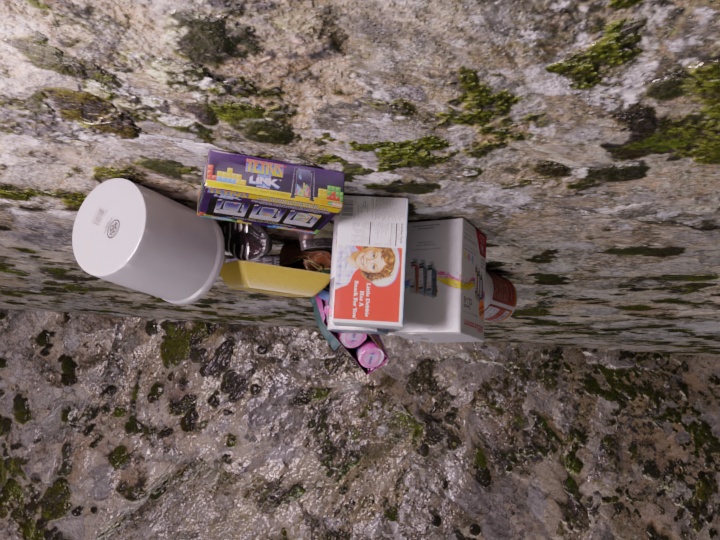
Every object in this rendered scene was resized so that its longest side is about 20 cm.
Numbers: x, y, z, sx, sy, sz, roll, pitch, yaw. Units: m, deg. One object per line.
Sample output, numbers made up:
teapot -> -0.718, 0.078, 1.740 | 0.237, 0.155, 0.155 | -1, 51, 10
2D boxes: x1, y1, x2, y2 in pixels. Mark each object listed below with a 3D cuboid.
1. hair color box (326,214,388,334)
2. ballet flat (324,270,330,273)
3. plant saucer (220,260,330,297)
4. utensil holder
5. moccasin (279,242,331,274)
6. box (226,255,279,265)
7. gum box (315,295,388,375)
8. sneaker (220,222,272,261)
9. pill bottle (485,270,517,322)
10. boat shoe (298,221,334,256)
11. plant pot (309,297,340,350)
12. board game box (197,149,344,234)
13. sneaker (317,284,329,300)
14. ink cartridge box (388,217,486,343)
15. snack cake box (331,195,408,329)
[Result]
hair color box -> 0.001, 0.006, 1.145 | 0.097, 0.205, 0.060 | -1, 169, 23
ballet flat -> -0.043, -0.008, 1.477 | 0.074, 0.070, 0.200 | -2, 169, -23
plant saucer -> -0.178, 0.021, 1.317 | 0.196, 0.050, 0.199 | 8, 174, -25
utensil holder -> -0.352, -0.045, 1.101 | 0.166, 0.174, 0.199 | -1, 167, 24
moccasin -> -0.094, -0.023, 1.355 | 0.198, 0.079, 0.073 | -2, 157, 33
box -> -0.215, 0.005, 1.637 | 0.196, 0.050, 0.160 | -3, 169, 32
gum box -> -0.022, 0.119, 1.436 | 0.065, 0.114, 0.201 | -32, 123, 6
sneaker -> -0.219, -0.057, 1.289 | 0.197, 0.078, 0.114 | 7, -179, 38
pill bottle -> 0.282, 0.054, 1.543 | 0.110, 0.115, 0.198 | -5, 166, 39
boat shoe -> -0.036, -0.048, 1.242 | 0.198, 0.068, 0.071 | 12, 166, -38
plant pot -> -0.042, 0.078, 1.619 | 0.134, 0.200, 0.200 | 44, 169, 4
board game box -> -0.138, -0.112, 0.974 | 0.195, 0.058, 0.165 | 8, 167, -17
sneaker -> 0.000, 0.000, 1.361 | 0.196, 0.071, 0.079 | -16, 132, -11
ink cartridge box -> 0.143, 0.025, 1.192 | 0.142, 0.205, 0.145 | -2, 169, 28
snack cake box -> 0.017, -0.012, 1.043 | 0.112, 0.205, 0.067 | 3, 170, 2
